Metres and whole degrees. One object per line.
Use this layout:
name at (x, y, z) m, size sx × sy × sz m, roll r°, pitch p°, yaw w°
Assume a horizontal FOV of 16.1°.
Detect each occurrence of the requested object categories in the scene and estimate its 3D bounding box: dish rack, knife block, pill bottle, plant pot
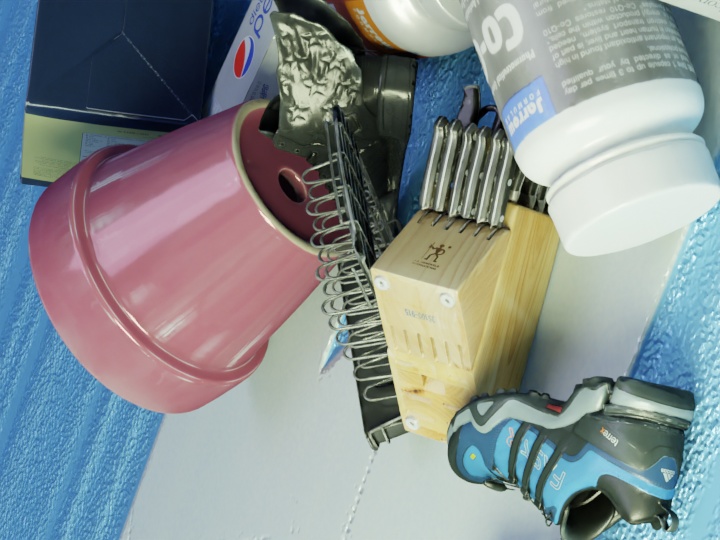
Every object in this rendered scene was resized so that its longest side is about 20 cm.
dish rack at (0.000, 0.000, 1.627) m, size 0.200 × 0.054 × 0.154 m, roll 67°, pitch -171°, yaw -49°
knife block at (0.083, -0.011, 1.576) m, size 0.064 × 0.176 × 0.200 m, roll 16°, pitch 136°, yaw 31°
pill bottle at (0.128, -0.117, 1.454) m, size 0.114 × 0.114 × 0.200 m, roll -38°, pitch 64°, yaw 48°
pill bottle at (0.030, -0.197, 1.713) m, size 0.200 × 0.112 × 0.112 m, roll 2°, pitch 79°, yaw 62°
plant pot at (-0.107, -0.024, 1.822) m, size 0.179 × 0.200 × 0.200 m, roll -33°, pitch 47°, yaw 31°

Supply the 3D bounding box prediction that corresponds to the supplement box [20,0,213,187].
supplement box at (-0.190, -0.181, 2.015) m, size 0.200 × 0.134 × 0.200 m, roll 118°, pitch 159°, yaw -72°

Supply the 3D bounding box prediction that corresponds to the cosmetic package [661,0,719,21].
cosmetic package at (0.188, -0.245, 1.355) m, size 0.200 × 0.199 × 0.123 m, roll -36°, pitch 47°, yaw 50°

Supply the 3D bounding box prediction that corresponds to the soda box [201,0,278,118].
soda box at (-0.043, -0.179, 1.883) m, size 0.200 × 0.068 × 0.063 m, roll -64°, pitch 30°, yaw 22°

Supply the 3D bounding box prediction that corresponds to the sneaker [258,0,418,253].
sneaker at (-0.020, -0.092, 1.702) m, size 0.060 × 0.104 × 0.200 m, roll -85°, pitch 3°, yaw -51°

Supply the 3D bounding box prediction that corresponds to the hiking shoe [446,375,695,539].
hiking shoe at (0.109, 0.114, 1.463) m, size 0.200 × 0.074 × 0.087 m, roll -18°, pitch 61°, yaw 58°
